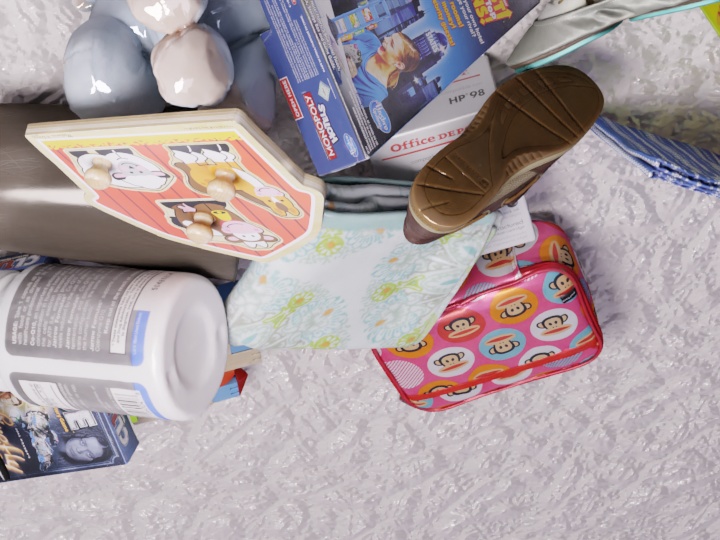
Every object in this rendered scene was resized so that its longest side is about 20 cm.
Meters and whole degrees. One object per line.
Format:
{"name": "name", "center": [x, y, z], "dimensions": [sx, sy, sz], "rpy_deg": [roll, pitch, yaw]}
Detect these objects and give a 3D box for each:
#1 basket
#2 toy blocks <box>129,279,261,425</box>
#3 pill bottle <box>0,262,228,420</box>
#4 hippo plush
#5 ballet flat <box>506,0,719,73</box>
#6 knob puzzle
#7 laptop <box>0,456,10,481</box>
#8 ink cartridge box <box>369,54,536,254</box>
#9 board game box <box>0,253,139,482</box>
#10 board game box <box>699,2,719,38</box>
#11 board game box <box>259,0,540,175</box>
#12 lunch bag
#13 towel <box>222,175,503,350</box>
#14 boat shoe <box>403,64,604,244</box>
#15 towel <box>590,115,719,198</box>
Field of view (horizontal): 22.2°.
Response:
{"name": "basket", "center": [-0.191, -0.067, 1.433], "dimensions": [0.198, 0.137, 0.180], "rpy_deg": [4, 170, -6]}
{"name": "toy blocks", "center": [-0.149, 0.062, 1.611], "dimensions": [0.136, 0.100, 0.201], "rpy_deg": [-15, 147, -7]}
{"name": "pill bottle", "center": [-0.214, 0.053, 1.436], "dimensions": [0.198, 0.114, 0.114], "rpy_deg": [4, 142, 25]}
{"name": "hippo plush", "center": [-0.139, -0.181, 1.268], "dimensions": [0.160, 0.201, 0.160], "rpy_deg": [-6, 139, 32]}
{"name": "ballet flat", "center": [0.194, -0.211, 1.406], "dimensions": [0.199, 0.067, 0.064], "rpy_deg": [-17, 99, 29]}
{"name": "knob puzzle", "center": [-0.113, -0.046, 1.286], "dimensions": [0.218, 0.031, 0.220], "rpy_deg": [10, 157, 4]}
{"name": "laptop", "center": [-0.402, 0.087, 1.494], "dimensions": [0.115, 0.187, 0.201], "rpy_deg": [-33, 140, -17]}
{"name": "ink cartridge box", "center": [0.065, -0.098, 1.493], "dimensions": [0.115, 0.067, 0.201], "rpy_deg": [-16, 136, 6]}
{"name": "board game box", "center": [-0.287, 0.084, 1.571], "dimensions": [0.134, 0.035, 0.201], "rpy_deg": [-10, 116, 21]}
{"name": "board game box", "center": [0.332, -0.156, 1.451], "dimensions": [0.047, 0.102, 0.200], "rpy_deg": [-34, 131, 13]}
{"name": "board game box", "center": [0.021, -0.196, 1.261], "dimensions": [0.199, 0.201, 0.061], "rpy_deg": [-27, -173, -36]}
{"name": "lunch bag", "center": [0.113, 0.049, 1.649], "dimensions": [0.199, 0.082, 0.177], "rpy_deg": [-18, 139, 11]}
{"name": "towel", "center": [0.000, 0.000, 1.465], "dimensions": [0.199, 0.048, 0.172], "rpy_deg": [2, 136, -35]}
{"name": "boat shoe", "center": [0.106, -0.085, 1.415], "dimensions": [0.200, 0.072, 0.072], "rpy_deg": [-42, 171, -27]}
{"name": "towel", "center": [0.291, -0.084, 1.501], "dimensions": [0.199, 0.145, 0.024], "rpy_deg": [14, 107, -23]}
